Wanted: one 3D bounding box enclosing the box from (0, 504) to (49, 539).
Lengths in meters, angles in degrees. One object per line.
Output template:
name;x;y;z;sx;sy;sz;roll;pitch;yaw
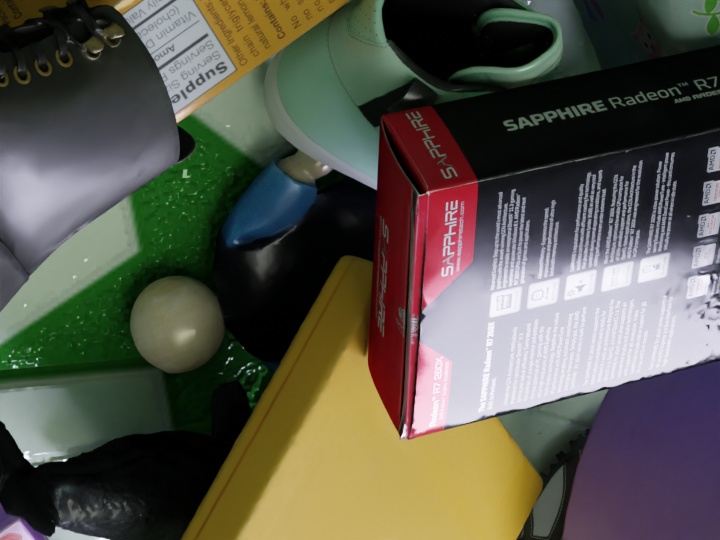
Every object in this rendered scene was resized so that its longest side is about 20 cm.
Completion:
box;-0.202;0.192;1.028;0.200;0.039;0.137;-34;130;-4

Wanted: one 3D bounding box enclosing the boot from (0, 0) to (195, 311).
boot;-0.134;-0.072;0.772;0.138;0.077;0.200;-38;145;-20

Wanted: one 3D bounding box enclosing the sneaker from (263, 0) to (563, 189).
sneaker;0.070;-0.047;0.924;0.200;0.118;0.074;24;70;-16

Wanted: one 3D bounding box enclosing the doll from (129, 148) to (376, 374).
doll;0.000;0.000;1.002;0.199;0.048;0.137;-19;122;-17

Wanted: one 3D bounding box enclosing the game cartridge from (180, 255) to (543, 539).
game cartridge;-0.004;0.115;0.984;0.177;0.032;0.200;-60;145;-18

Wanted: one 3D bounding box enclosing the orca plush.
orca plush;-0.078;0.073;0.983;0.200;0.105;0.071;19;92;-46

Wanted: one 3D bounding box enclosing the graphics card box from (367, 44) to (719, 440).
graphics card box;0.102;-0.016;0.899;0.199;0.051;0.126;-13;133;-16

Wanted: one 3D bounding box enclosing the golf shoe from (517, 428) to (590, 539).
golf shoe;0.105;0.157;1.143;0.078;0.095;0.200;30;102;-39

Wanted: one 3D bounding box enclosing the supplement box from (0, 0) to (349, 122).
supplement box;-0.056;-0.115;0.881;0.200;0.067;0.069;-34;134;-4

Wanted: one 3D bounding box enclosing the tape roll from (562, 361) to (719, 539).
tape roll;0.181;0.115;1.106;0.200;0.085;0.201;-21;117;-48

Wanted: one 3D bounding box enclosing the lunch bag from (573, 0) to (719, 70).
lunch bag;0.190;-0.135;0.971;0.200;0.122;0.171;-36;134;-9
